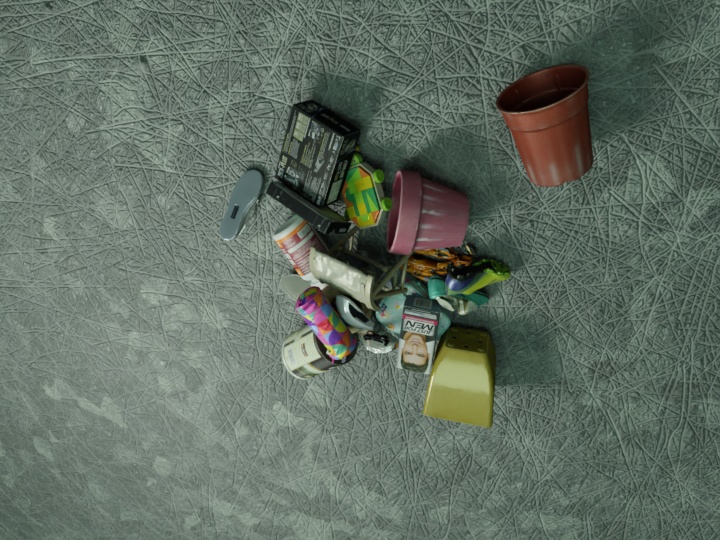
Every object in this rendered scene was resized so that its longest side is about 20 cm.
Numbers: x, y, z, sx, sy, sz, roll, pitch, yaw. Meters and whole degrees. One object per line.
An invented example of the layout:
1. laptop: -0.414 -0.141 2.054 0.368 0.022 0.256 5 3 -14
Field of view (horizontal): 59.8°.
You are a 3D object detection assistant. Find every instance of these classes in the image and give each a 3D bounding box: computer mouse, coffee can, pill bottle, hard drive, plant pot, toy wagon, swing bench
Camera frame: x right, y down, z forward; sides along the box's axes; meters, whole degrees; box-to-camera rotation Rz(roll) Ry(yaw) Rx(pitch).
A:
1. computer mouse: -0.006 0.136 1.639 0.200 0.044 0.109 46 163 -32
2. coffee can: -0.118 0.218 1.795 0.147 0.147 0.199 46 140 -12
3. pill bottle: -0.142 -0.046 1.708 0.108 0.110 0.202 -26 109 27
4. hard drive: -0.130 -0.159 1.592 0.198 0.139 0.038 34 104 18
5. plant pot: 0.284 0.274 1.723 0.189 0.196 0.205 8 115 11
6. toy wagon: 0.000 -0.210 1.579 0.153 0.039 0.205 -10 100 47
7. swing bench: 0.000 0.000 1.603 0.196 0.198 0.133 26 126 29
8. plant pot: 0.414 -0.306 1.361 0.196 0.203 0.198 -13 123 22
9. plant pot: 0.164 -0.135 1.533 0.173 0.202 0.205 6 122 -5

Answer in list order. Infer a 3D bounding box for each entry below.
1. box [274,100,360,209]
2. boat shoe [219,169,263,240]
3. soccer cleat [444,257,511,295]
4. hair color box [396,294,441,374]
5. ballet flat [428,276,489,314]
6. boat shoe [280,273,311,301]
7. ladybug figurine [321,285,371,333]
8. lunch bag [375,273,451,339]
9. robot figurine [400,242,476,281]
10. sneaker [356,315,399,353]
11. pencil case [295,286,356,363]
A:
1. box: -0.109 -0.287 1.551 0.162 0.086 0.204 33 124 18
2. boat shoe: -0.315 -0.175 1.711 0.073 0.086 0.206 24 94 6
3. soccer cleat: 0.297 0.021 1.602 0.195 0.065 0.085 -8 132 -28
4. hair color box: 0.156 0.173 1.681 0.096 0.061 0.205 10 121 10
5. ballet flat: 0.254 0.077 1.643 0.196 0.072 0.067 19 159 -28
6. boat shoe: -0.135 0.070 1.801 0.195 0.060 0.076 20 80 4
7. ladybug figurine: -0.053 0.101 1.700 0.071 0.196 0.140 15 90 52
8. lunch bag: 0.147 0.113 1.731 0.198 0.078 0.161 37 122 -7
9. robot figurine: 0.208 -0.022 1.648 0.195 0.059 0.148 15 124 8
10. sneaker: 0.027 0.165 1.766 0.197 0.075 0.095 18 118 39
11. pencil case: -0.088 0.139 1.593 0.087 0.089 0.202 -21 113 26
